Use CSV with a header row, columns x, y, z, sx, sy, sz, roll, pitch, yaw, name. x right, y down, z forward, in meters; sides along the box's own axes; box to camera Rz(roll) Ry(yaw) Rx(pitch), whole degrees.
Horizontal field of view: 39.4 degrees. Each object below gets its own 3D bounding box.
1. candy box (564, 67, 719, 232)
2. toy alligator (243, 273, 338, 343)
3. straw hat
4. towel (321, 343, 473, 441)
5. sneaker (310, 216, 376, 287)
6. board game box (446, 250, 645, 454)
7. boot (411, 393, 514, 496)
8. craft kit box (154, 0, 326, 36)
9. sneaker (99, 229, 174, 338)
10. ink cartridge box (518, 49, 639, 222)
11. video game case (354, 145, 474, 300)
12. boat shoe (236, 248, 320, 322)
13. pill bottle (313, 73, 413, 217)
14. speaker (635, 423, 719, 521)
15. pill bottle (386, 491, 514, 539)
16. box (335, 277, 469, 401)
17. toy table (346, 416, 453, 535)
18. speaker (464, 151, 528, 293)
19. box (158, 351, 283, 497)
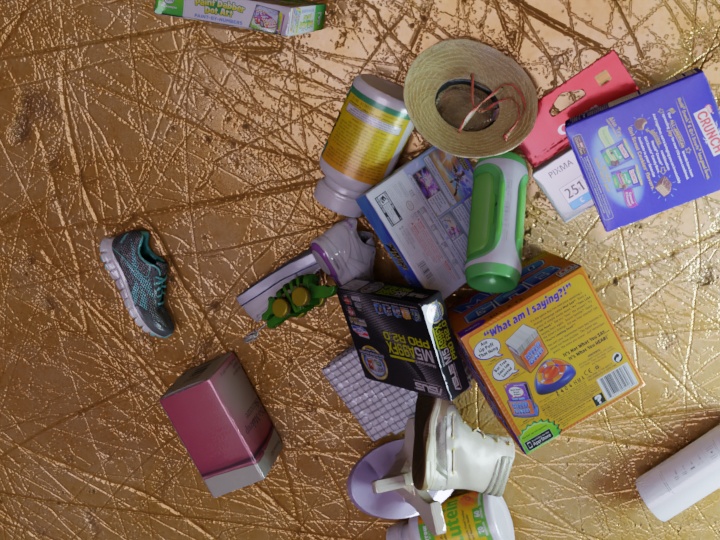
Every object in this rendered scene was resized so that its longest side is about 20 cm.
x,y,z,sx,sy,sz,roll,pitch,yaw,name
0.412,-0.170,1.420,0.200,0.077,0.169,-20,103,18,candy box
-0.121,0.052,1.599,0.200,0.059,0.054,-29,72,28,toy alligator
0.154,-0.237,1.490,0.201,0.085,0.201,2,75,-8,straw hat
0.062,0.168,1.649,0.200,0.086,0.166,-34,100,19,towel
0.000,0.000,1.593,0.100,0.075,0.200,-44,135,-15,sneaker
0.261,0.114,1.494,0.200,0.200,0.200,-30,99,0,board game box
0.165,0.249,1.572,0.154,0.072,0.200,10,79,-18,boot
-0.169,-0.381,1.463,0.197,0.200,0.049,14,108,7,craft kit box
-0.360,0.020,1.702,0.091,0.078,0.200,-25,102,15,sneaker
0.339,-0.197,1.490,0.200,0.045,0.176,-33,99,20,ink cartridge box
0.117,-0.075,1.521,0.181,0.045,0.200,-36,99,-23,video game case
-0.107,0.030,1.647,0.202,0.075,0.086,-32,98,22,boat shoe
0.005,-0.187,1.532,0.113,0.113,0.200,27,112,3,pill bottle
0.537,0.313,1.589,0.200,0.081,0.081,-41,95,20,speaker
0.149,0.446,1.700,0.200,0.111,0.111,-21,102,18,pill bottle
0.060,0.099,1.489,0.200,0.044,0.160,9,123,51,box
0.089,0.332,1.625,0.200,0.117,0.184,-20,85,-25,toy table
0.200,-0.072,1.472,0.088,0.088,0.200,3,66,12,speaker
-0.235,0.262,1.720,0.109,0.128,0.200,-24,102,18,box
